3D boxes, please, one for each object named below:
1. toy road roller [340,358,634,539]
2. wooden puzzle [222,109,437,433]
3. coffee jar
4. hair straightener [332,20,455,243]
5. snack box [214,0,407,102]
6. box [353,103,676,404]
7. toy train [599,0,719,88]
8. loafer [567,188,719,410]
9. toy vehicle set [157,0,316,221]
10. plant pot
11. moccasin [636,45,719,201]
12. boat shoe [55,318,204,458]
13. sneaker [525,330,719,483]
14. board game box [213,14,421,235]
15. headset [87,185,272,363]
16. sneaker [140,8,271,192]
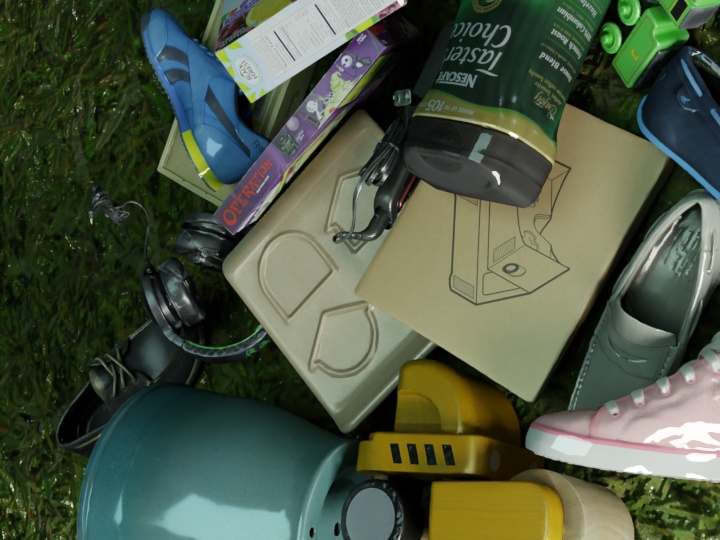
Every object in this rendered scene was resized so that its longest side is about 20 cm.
[{"bbox_3d":[0.088,0.140,0.770,0.199,0.122,0.148,-5,71,37],"label":"toy road roller"},{"bbox_3d":[0.000,0.000,0.878,0.185,0.046,0.200,-46,63,15],"label":"wooden puzzle"},{"bbox_3d":[0.105,-0.147,0.756,0.104,0.085,0.202,16,84,43],"label":"coffee jar"},{"bbox_3d":[0.031,-0.108,0.817,0.041,0.077,0.201,26,78,36],"label":"hair straightener"},{"bbox_3d":[-0.041,-0.229,0.857,0.141,0.053,0.201,-28,31,16],"label":"snack box"},{"bbox_3d":[0.109,-0.030,0.788,0.163,0.021,0.201,31,89,28],"label":"box"},{"bbox_3d":[0.213,-0.192,0.695,0.057,0.041,0.200,65,156,21],"label":"toy train"},{"bbox_3d":[0.190,0.037,0.730,0.070,0.070,0.202,31,104,34],"label":"loafer"},{"bbox_3d":[-0.110,-0.162,1.001,0.124,0.026,0.202,30,104,35],"label":"toy vehicle set"},{"bbox_3d":[-0.086,0.193,0.856,0.186,0.199,0.202,-1,85,30],"label":"plant pot"},{"bbox_3d":[0.256,-0.073,0.678,0.200,0.080,0.069,42,130,31],"label":"moccasin"},{"bbox_3d":[-0.221,0.111,1.029,0.075,0.073,0.201,49,113,29],"label":"boat shoe"},{"bbox_3d":[0.206,0.080,0.684,0.198,0.075,0.106,4,83,7],"label":"sneaker"},{"bbox_3d":[-0.034,-0.121,0.886,0.032,0.120,0.200,44,113,5],"label":"board game box"},{"bbox_3d":[-0.154,-0.006,0.959,0.199,0.094,0.124,35,80,19],"label":"headset"},{"bbox_3d":[-0.135,-0.166,0.971,0.078,0.066,0.201,-31,64,9],"label":"sneaker"}]
